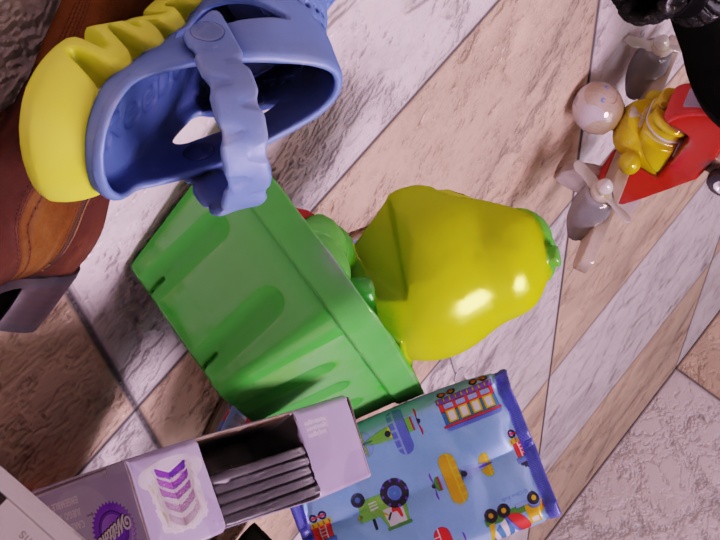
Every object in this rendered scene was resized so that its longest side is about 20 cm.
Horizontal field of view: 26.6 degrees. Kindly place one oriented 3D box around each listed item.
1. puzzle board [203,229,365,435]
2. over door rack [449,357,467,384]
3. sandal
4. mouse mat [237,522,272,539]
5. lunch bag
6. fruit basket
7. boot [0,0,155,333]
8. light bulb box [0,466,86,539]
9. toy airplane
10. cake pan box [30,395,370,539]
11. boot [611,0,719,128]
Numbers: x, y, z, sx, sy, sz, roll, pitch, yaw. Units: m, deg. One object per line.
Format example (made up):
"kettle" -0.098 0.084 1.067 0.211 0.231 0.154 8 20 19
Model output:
"puzzle board" -0.045 0.061 1.079 0.150 0.017 0.202 -22 144 -58
"over door rack" 0.010 0.086 1.108 0.148 0.066 0.201 -49 142 -17
"sandal" -0.043 -0.083 0.595 0.201 0.086 0.080 -55 157 -38
"mouse mat" -0.115 0.267 1.142 0.162 0.008 0.200 -52 -169 -9
"lunch bag" 0.036 0.127 0.977 0.149 0.095 0.200 -22 178 2
"fruit basket" 0.000 0.000 0.855 0.214 0.156 0.216 -33 160 -14
"boot" -0.118 -0.068 0.585 0.201 0.068 0.188 -57 161 7
"light bulb box" -0.204 0.140 0.530 0.200 0.197 0.125 -49 159 -18
"toy airplane" 0.233 -0.110 1.326 0.199 0.141 0.201 -48 -160 15
"cake pan box" -0.116 0.123 0.774 0.198 0.053 0.183 -23 174 31
"boot" 0.252 -0.191 1.141 0.079 0.214 0.157 -19 -176 29
